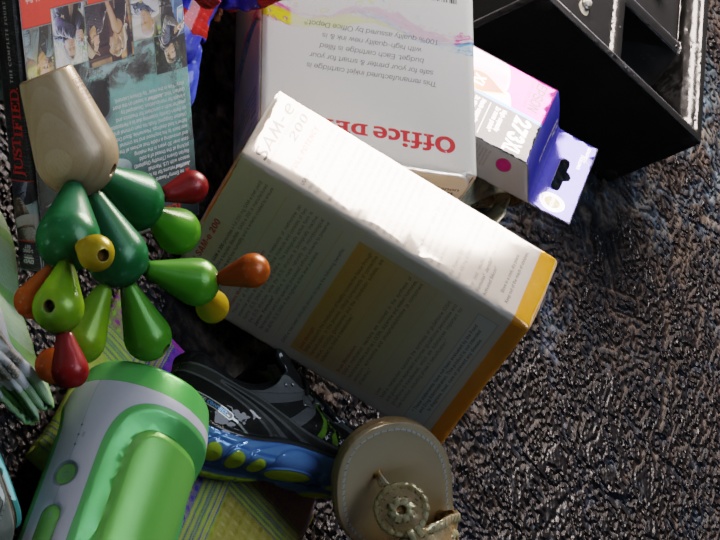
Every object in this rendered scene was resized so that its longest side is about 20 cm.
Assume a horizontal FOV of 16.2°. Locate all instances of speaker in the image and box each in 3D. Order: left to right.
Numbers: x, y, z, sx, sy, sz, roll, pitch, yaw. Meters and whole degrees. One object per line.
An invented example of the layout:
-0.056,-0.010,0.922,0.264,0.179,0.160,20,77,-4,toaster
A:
-0.144,0.151,1.355,0.088,0.088,0.201,40,53,-33,speaker

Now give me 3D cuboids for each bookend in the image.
0.175,-0.211,1.955,0.199,0.092,0.201,39,44,-34,bookend

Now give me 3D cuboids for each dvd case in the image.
-0.148,-0.113,1.423,0.146,0.022,0.201,-24,113,-53,dvd case

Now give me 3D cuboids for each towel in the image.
-0.208,-0.022,1.309,0.200,0.031,0.150,63,9,-62,towel
-0.104,0.125,1.488,0.200,0.023,0.144,48,41,-24,towel

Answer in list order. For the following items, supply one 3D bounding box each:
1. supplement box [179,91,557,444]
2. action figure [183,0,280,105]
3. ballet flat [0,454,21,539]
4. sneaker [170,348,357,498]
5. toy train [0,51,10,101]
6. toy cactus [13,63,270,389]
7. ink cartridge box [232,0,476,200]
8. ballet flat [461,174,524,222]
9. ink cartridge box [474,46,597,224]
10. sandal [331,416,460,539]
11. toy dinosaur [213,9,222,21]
0.000,0.000,1.535,0.200,0.126,0.074,32,42,-4,supplement box
-0.095,-0.132,1.528,0.065,0.099,0.201,35,62,-40,action figure
-0.234,0.056,1.328,0.063,0.067,0.201,-15,80,-23,ballet flat
-0.037,0.089,1.513,0.199,0.071,0.083,17,65,-43,sneaker
-0.237,-0.161,1.422,0.114,0.085,0.201,24,55,-29,toy train
-0.133,-0.029,1.352,0.200,0.102,0.166,-35,106,-58,toy cactus
-0.006,-0.137,1.648,0.145,0.083,0.201,8,62,-15,ink cartridge box
0.064,-0.047,1.757,0.200,0.067,0.063,-25,105,-53,ballet flat
0.072,-0.113,1.743,0.199,0.037,0.095,30,40,-3,ink cartridge box
0.039,0.174,1.519,0.070,0.077,0.212,49,-19,37,sandal
-0.107,-0.266,1.633,0.200,0.102,0.136,59,16,20,toy dinosaur
